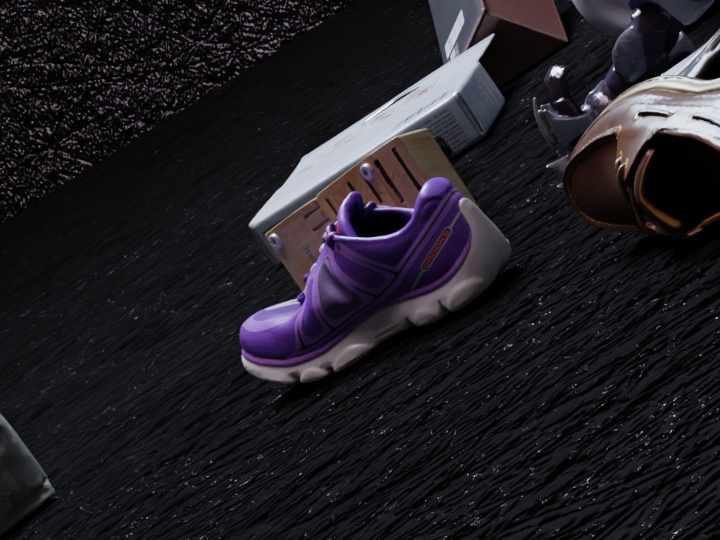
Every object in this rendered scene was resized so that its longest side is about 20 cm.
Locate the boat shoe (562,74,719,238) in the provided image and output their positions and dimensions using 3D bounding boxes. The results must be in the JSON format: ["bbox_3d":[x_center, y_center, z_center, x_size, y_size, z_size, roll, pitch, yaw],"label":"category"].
[{"bbox_3d":[0.153,-0.052,1.418,0.068,0.072,0.200,-37,11,-27],"label":"boat shoe"}]

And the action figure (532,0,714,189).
[{"bbox_3d":[0.155,-0.121,1.611,0.130,0.069,0.200,-44,-20,-46],"label":"action figure"}]

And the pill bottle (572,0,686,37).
[{"bbox_3d":[0.204,-0.235,2.088,0.109,0.109,0.200,-32,9,15],"label":"pill bottle"}]

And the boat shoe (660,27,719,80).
[{"bbox_3d":[0.211,-0.111,1.521,0.199,0.074,0.068,-37,15,1],"label":"boat shoe"}]

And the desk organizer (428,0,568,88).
[{"bbox_3d":[0.111,-0.208,2.394,0.200,0.077,0.072,-98,29,-64],"label":"desk organizer"}]

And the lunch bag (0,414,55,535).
[{"bbox_3d":[-0.314,0.116,1.962,0.117,0.164,0.200,-36,8,-21],"label":"lunch bag"}]

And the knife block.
[{"bbox_3d":[0.037,-0.050,1.797,0.175,0.064,0.200,-35,-1,-36],"label":"knife block"}]

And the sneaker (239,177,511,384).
[{"bbox_3d":[0.000,0.000,1.678,0.200,0.084,0.081,-29,10,39],"label":"sneaker"}]

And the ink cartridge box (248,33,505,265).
[{"bbox_3d":[0.021,-0.094,2.240,0.200,0.044,0.174,-32,8,21],"label":"ink cartridge box"}]
